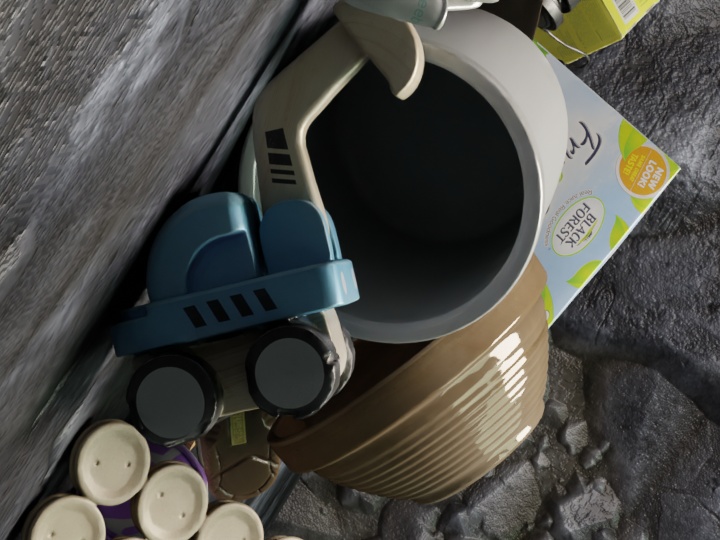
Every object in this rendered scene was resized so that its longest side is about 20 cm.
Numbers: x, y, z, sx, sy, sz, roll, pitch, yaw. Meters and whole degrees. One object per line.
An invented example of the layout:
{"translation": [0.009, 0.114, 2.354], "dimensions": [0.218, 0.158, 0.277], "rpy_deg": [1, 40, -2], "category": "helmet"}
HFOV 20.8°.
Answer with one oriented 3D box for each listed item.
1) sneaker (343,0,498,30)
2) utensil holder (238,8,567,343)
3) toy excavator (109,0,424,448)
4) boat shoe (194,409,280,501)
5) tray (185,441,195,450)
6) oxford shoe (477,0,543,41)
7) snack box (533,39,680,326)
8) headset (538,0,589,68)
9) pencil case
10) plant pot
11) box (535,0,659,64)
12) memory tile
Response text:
{"translation": [0.045, -0.175, 1.014], "dimensions": [0.200, 0.088, 0.076], "rpy_deg": [-53, 172, -50], "category": "sneaker"}
{"translation": [0.035, -0.065, 1.150], "dimensions": [0.171, 0.169, 0.200], "rpy_deg": [-59, 176, 18], "category": "utensil holder"}
{"translation": [-0.046, -0.026, 1.020], "dimensions": [0.193, 0.202, 0.100], "rpy_deg": [-14, -179, 7], "category": "toy excavator"}
{"translation": [-0.087, 0.055, 1.265], "dimensions": [0.076, 0.071, 0.201], "rpy_deg": [-119, -150, -46], "category": "boat shoe"}
{"translation": [-0.079, 0.038, 1.418], "dimensions": [0.099, 0.037, 0.200], "rpy_deg": [-61, 174, 32], "category": "tray"}
{"translation": [0.083, -0.166, 1.292], "dimensions": [0.201, 0.071, 0.071], "rpy_deg": [-59, -179, -9], "category": "oxford shoe"}
{"translation": [0.099, -0.072, 1.406], "dimensions": [0.169, 0.200, 0.068], "rpy_deg": [-50, 180, -9], "category": "snack box"}
{"translation": [0.139, -0.222, 1.427], "dimensions": [0.123, 0.094, 0.201], "rpy_deg": [-29, 136, -28], "category": "headset"}
{"translation": [-0.143, 0.163, 1.312], "dimensions": [0.200, 0.085, 0.085], "rpy_deg": [107, -21, -72], "category": "pencil case"}
{"translation": [0.047, 0.078, 1.208], "dimensions": [0.200, 0.093, 0.201], "rpy_deg": [-36, -173, 5], "category": "plant pot"}
{"translation": [0.139, -0.187, 1.569], "dimensions": [0.199, 0.050, 0.075], "rpy_deg": [-20, -162, 45], "category": "box"}
{"translation": [-0.124, 0.193, 1.168], "dimensions": [0.017, 0.200, 0.154], "rpy_deg": [12, -112, 53], "category": "memory tile"}
